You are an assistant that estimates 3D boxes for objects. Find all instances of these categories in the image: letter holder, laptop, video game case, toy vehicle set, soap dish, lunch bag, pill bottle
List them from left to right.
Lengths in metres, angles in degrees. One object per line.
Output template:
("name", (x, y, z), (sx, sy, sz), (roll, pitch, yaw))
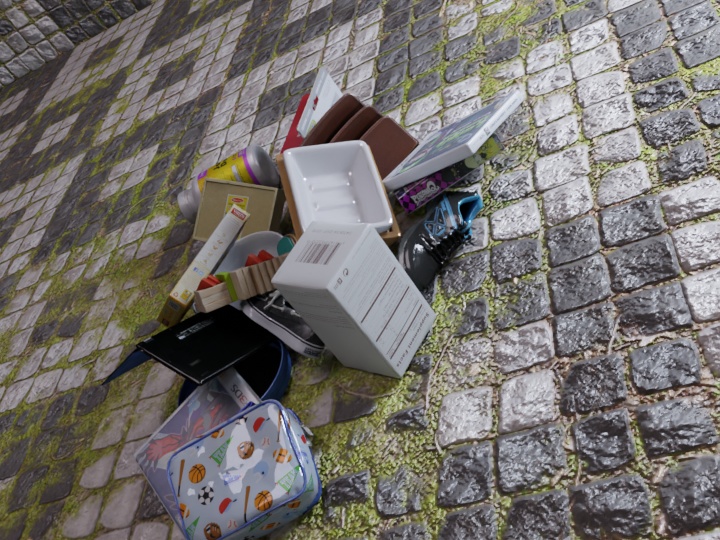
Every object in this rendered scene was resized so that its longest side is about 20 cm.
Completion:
("laptop", (-0.260, 0.137, 1.286), (0.199, 0.117, 0.187), (25, 31, 25))
("video game case", (-0.217, 0.255, 1.198), (0.200, 0.023, 0.182), (-47, 52, -3))
("pill bottle", (-0.273, -0.170, 1.703), (0.199, 0.104, 0.105), (-26, 37, 15))
("toy vehicle set", (-0.233, -0.104, 1.585), (0.199, 0.026, 0.125), (12, 89, 36))
("lunch bag", (-0.152, 0.267, 1.101), (0.199, 0.076, 0.161), (-29, 59, 6))
("soap dish", (-0.039, -0.107, 1.303), (0.156, 0.081, 0.201), (-9, 53, -12))
("letter holder", (-0.025, -0.190, 1.431), (0.200, 0.142, 0.101), (-52, 22, 0))
("video game case", (0.132, -0.172, 1.361), (0.181, 0.036, 0.200), (-34, 14, 4))
("video game case", (0.141, -0.202, 1.315), (0.199, 0.023, 0.182), (-19, 22, 48))

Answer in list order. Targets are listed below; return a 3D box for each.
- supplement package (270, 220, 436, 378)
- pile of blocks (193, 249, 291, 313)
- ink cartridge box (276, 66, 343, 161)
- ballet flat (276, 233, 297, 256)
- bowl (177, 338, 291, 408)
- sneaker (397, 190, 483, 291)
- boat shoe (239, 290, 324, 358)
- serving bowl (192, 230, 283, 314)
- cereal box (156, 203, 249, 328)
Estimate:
("supplement package", (-0.005, 0.040, 1.157), (0.116, 0.200, 0.118), (6, 53, 43))
("pile of blocks", (-0.172, 0.006, 1.300), (0.199, 0.063, 0.082), (-18, 9, -2))
("ink cartridge box", (-0.079, -0.251, 1.566), (0.083, 0.176, 0.201), (-15, 41, 29))
("ballet flat", (-0.080, 0.029, 1.343), (0.069, 0.063, 0.201), (-35, 59, 33))
("bowl", (-0.195, 0.177, 1.305), (0.200, 0.039, 0.201), (-23, 38, 20))
("sneaker", (0.120, -0.051, 1.261), (0.082, 0.073, 0.201), (-3, 48, 39))
("boat shoe", (-0.115, 0.064, 1.273), (0.199, 0.073, 0.068), (30, 98, 52))
("serving bowl", (-0.195, 0.025, 1.452), (0.199, 0.066, 0.201), (-23, 38, 20))
("cereal box", (-0.263, -0.004, 1.397), (0.201, 0.039, 0.144), (-59, 7, -27))
